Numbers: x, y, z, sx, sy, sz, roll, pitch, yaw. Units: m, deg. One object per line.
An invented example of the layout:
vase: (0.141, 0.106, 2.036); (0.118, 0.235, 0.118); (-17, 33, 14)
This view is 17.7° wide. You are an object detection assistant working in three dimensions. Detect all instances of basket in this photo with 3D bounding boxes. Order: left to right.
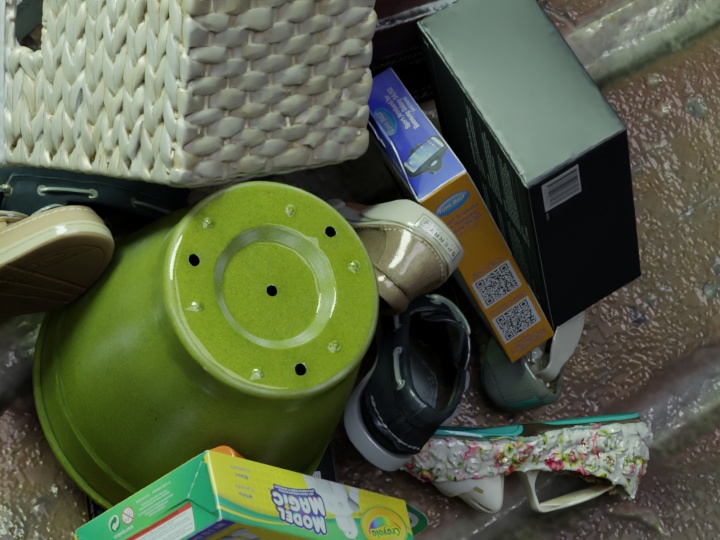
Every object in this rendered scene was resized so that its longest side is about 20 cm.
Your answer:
basket: (-0.101, -0.155, 1.370); (0.199, 0.160, 0.200); (-12, 110, -53)

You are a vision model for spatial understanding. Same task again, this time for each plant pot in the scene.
plant pot: (-0.079, 0.039, 1.380); (0.199, 0.193, 0.202); (7, 68, -18)

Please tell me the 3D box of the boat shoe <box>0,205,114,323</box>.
boat shoe: (-0.224, -0.006, 1.398); (0.071, 0.199, 0.065); (16, 60, -43)

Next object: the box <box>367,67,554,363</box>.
box: (0.056, -0.042, 1.495); (0.041, 0.201, 0.119); (-31, 46, -2)

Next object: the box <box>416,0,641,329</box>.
box: (0.111, -0.075, 1.488); (0.078, 0.200, 0.142); (-31, 63, -7)

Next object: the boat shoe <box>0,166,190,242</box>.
boat shoe: (-0.203, -0.038, 1.485); (0.198, 0.075, 0.062); (-1, 60, -30)

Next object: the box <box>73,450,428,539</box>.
box: (-0.056, 0.164, 1.350); (0.199, 0.117, 0.049); (17, 50, -47)

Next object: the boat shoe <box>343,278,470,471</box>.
boat shoe: (0.044, 0.053, 1.500); (0.075, 0.060, 0.201); (40, 31, -17)

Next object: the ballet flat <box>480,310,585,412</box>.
ballet flat: (0.135, 0.004, 1.591); (0.067, 0.063, 0.202); (33, 62, -37)

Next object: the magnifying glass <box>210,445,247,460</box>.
magnifying glass: (-0.047, 0.147, 1.390); (0.079, 0.200, 0.023); (-22, 60, 12)

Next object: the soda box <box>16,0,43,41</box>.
soda box: (-0.283, -0.131, 1.426); (0.200, 0.064, 0.068); (-38, 84, 16)

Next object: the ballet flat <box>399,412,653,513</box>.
ballet flat: (0.106, 0.130, 1.538); (0.198, 0.076, 0.065); (-1, 88, -16)

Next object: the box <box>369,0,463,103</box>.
box: (0.004, -0.209, 1.546); (0.165, 0.200, 0.165); (-20, 79, -24)

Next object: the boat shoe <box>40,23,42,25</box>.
boat shoe: (-0.182, -0.165, 1.532); (0.065, 0.074, 0.201); (-5, 52, -9)

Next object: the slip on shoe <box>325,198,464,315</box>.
slip on shoe: (0.000, 0.000, 1.476); (0.076, 0.200, 0.061); (45, 73, -17)

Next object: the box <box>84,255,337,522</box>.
box: (-0.103, 0.086, 1.489); (0.158, 0.049, 0.202); (-3, 72, -23)
